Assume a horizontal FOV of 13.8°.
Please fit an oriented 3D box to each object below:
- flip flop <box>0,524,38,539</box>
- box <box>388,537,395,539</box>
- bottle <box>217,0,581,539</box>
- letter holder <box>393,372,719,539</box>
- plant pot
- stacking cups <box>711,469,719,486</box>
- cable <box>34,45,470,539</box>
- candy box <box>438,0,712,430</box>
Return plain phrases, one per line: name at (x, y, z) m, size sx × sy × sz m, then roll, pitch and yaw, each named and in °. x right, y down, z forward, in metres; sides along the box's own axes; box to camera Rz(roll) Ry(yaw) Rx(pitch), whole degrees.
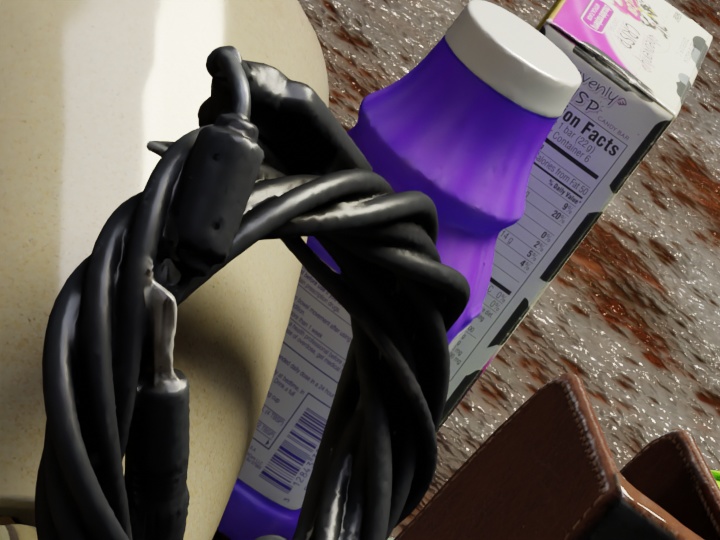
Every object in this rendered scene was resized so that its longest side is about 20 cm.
flip flop at (-0.097, 0.136, 0.716) m, size 0.057 × 0.081 × 0.200 m, roll -1°, pitch 36°, yaw -6°
box at (0.071, 0.122, 0.995) m, size 0.122 × 0.048 × 0.200 m, roll -5°, pitch -15°, yaw 44°
bottle at (0.000, 0.000, 1.015) m, size 0.083 × 0.200 × 0.065 m, roll 38°, pitch 19°, yaw 8°
letter holder at (0.025, 0.125, 0.758) m, size 0.100 × 0.200 × 0.142 m, roll 36°, pitch 13°, yaw -18°
plant pot at (-0.099, 0.018, 0.882) m, size 0.187 × 0.187 × 0.200 m, roll 26°, pitch 39°, yaw -27°
stacking cups at (0.113, 0.112, 1.164) m, size 0.061 × 0.061 × 0.200 m, roll 45°, pitch 24°, yaw 23°
cable at (-0.022, 0.044, 0.803) m, size 0.051 × 0.164 × 0.200 m, roll 7°, pitch -24°, yaw 23°
candy box at (0.047, -0.015, 1.125) m, size 0.061 × 0.200 × 0.136 m, roll 37°, pitch 20°, yaw 0°
